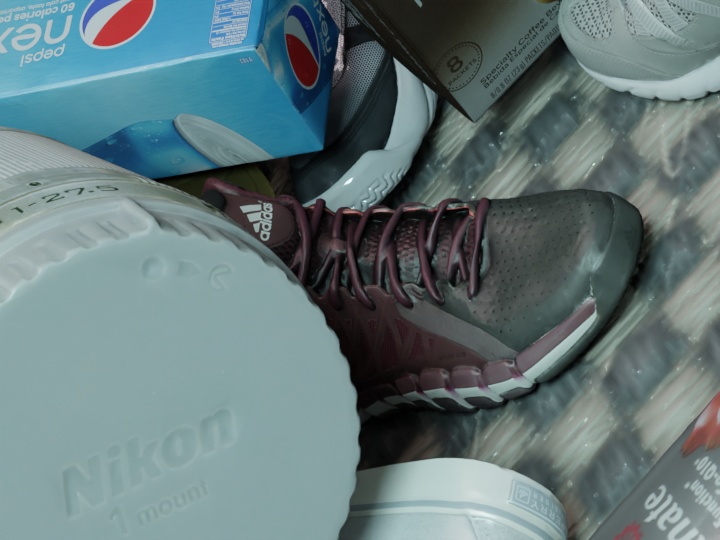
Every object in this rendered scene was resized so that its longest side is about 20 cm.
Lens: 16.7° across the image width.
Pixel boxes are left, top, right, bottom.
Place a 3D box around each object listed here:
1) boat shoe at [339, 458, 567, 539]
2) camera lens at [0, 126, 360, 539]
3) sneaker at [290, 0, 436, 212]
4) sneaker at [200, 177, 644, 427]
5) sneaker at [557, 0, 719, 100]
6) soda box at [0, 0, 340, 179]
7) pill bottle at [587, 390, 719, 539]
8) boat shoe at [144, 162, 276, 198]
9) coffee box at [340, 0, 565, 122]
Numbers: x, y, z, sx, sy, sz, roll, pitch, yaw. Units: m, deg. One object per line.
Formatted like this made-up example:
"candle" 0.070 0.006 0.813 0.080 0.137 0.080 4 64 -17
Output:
"boat shoe" -0.012 0.117 0.848 0.200 0.072 0.069 -12 49 41
"camera lens" -0.107 0.041 0.819 0.160 0.160 0.200 -57 28 -6
"sneaker" -0.029 -0.112 1.054 0.075 0.114 0.200 -34 34 34
"sneaker" 0.000 0.000 0.898 0.200 0.115 0.076 -25 39 44
"sneaker" 0.127 -0.118 0.861 0.200 0.082 0.075 -14 47 58
"soda box" -0.113 -0.076 0.989 0.199 0.068 0.064 -8 54 22
"pill bottle" 0.094 0.113 0.631 0.200 0.111 0.111 -50 28 9
"boat shoe" -0.083 -0.046 1.051 0.073 0.063 0.201 -24 44 -13
"coffee box" 0.069 -0.172 0.940 0.200 0.114 0.080 -45 51 -1
